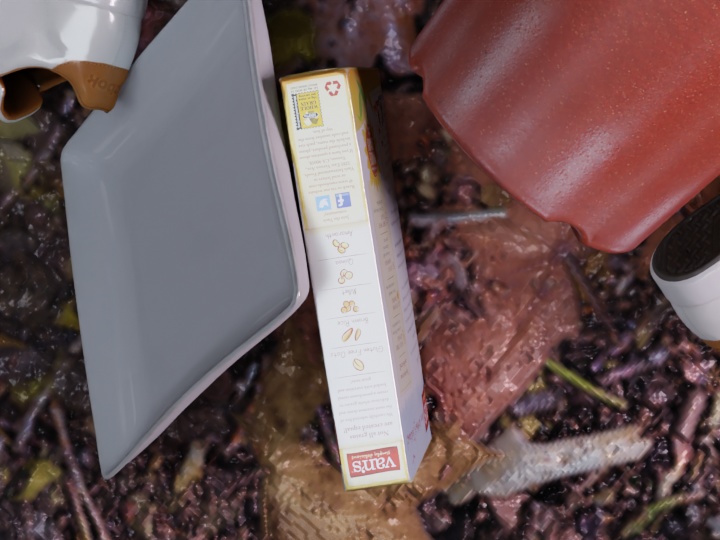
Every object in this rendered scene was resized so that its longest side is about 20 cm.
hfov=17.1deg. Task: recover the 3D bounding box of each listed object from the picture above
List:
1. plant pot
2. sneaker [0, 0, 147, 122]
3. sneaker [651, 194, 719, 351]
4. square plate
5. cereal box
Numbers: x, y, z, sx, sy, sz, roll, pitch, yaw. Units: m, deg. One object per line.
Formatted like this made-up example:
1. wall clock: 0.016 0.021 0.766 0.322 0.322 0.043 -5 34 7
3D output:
1. plant pot: 0.139 -0.126 1.130 0.201 0.201 0.195 44 112 6
2. sneaker: -0.209 -0.126 1.253 0.199 0.073 0.085 13 94 26
3. sneaker: 0.243 -0.030 1.172 0.200 0.073 0.085 -34 119 8
4. square plate: -0.087 -0.024 1.191 0.200 0.028 0.199 -42 50 45
5. cereal box: 0.000 0.000 1.191 0.039 0.144 0.201 -8 93 6
